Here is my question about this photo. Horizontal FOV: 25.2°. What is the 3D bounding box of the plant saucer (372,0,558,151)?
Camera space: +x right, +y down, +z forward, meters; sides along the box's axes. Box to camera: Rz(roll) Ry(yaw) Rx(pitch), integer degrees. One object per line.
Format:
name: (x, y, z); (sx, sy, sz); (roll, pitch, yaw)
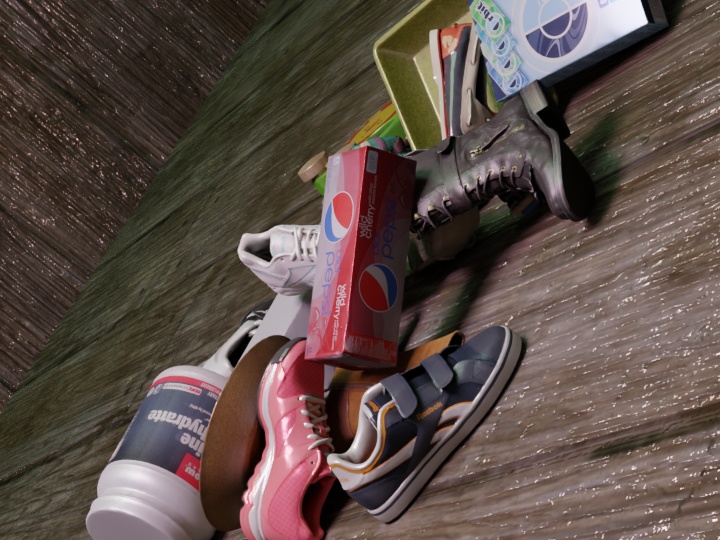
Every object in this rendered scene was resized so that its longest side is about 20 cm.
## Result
plant saucer: (0.124, -0.216, 1.787); (0.048, 0.201, 0.199); (-1, -27, -48)

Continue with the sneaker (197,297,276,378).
sneaker: (-0.116, 0.088, 1.898); (0.088, 0.074, 0.200); (-38, 8, 42)

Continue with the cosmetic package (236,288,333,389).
cosmetic package: (-0.048, 0.045, 1.823); (0.113, 0.081, 0.201); (-27, 31, 58)

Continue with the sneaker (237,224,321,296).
sneaker: (-0.048, -0.015, 1.669); (0.199, 0.080, 0.071); (-9, 62, 42)

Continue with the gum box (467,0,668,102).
gum box: (0.202, -0.289, 1.649); (0.199, 0.172, 0.044); (-25, -14, 39)

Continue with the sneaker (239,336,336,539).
sneaker: (-0.050, 0.165, 1.511); (0.086, 0.073, 0.203); (4, 83, 40)

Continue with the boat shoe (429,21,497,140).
boat shoe: (0.118, -0.168, 1.718); (0.062, 0.202, 0.071); (-9, -10, 12)

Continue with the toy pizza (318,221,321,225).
toy pizza: (-0.005, -0.067, 2.033); (0.200, 0.032, 0.200); (-46, 13, 13)

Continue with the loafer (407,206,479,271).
loafer: (0.082, -0.042, 1.664); (0.068, 0.077, 0.200); (-13, 3, -6)

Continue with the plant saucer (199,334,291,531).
plant saucer: (-0.091, 0.165, 1.588); (0.200, 0.035, 0.202); (-43, -39, -49)

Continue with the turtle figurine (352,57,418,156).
turtle figurine: (0.061, -0.140, 1.889); (0.100, 0.150, 0.202); (6, 75, 24)

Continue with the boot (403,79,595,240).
boot: (0.121, -0.078, 1.505); (0.173, 0.069, 0.201); (-31, 36, 16)

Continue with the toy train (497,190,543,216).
toy train: (0.170, -0.115, 1.611); (0.034, 0.046, 0.201); (-42, 17, 34)

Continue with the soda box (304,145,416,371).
soda box: (0.000, -0.010, 1.514); (0.070, 0.063, 0.202); (-11, 69, 54)

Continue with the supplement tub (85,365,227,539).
supplement tub: (-0.203, 0.219, 1.769); (0.140, 0.140, 0.201); (-33, 24, 49)

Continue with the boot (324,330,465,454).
boot: (0.031, 0.082, 1.537); (0.200, 0.068, 0.189); (-27, 29, 56)

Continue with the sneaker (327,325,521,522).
sneaker: (0.053, 0.116, 1.378); (0.201, 0.079, 0.078); (-51, 15, -2)

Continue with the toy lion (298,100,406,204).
toy lion: (0.021, -0.166, 2.041); (0.192, 0.069, 0.200); (-44, 11, -14)
